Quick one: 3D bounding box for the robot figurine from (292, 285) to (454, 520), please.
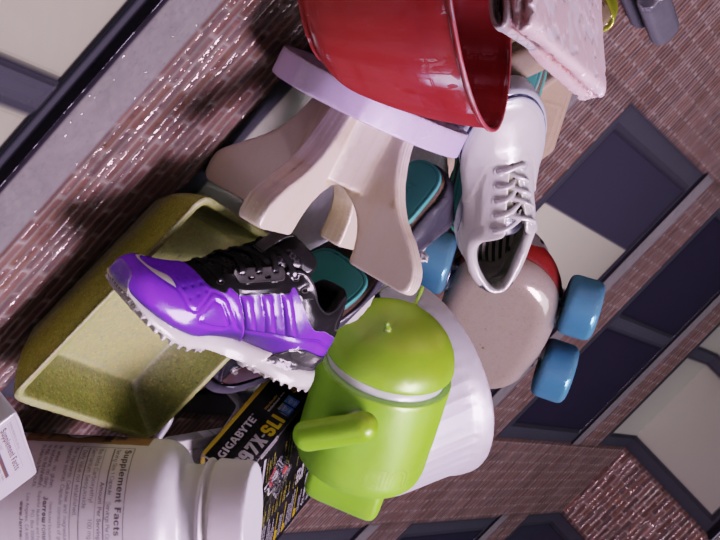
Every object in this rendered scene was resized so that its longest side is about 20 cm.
[{"bbox_3d":[0.013,0.111,1.455,0.175,0.115,0.201,-46,156,-58],"label":"robot figurine"}]

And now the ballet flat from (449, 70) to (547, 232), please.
[{"bbox_3d":[0.112,-0.123,1.425,0.070,0.067,0.201,-15,119,-81],"label":"ballet flat"}]

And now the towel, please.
[{"bbox_3d":[0.124,-0.231,1.141,0.032,0.201,0.191,-5,171,23],"label":"towel"}]

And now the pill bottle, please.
[{"bbox_3d":[-0.180,0.187,1.327,0.114,0.199,0.115,2,90,-83],"label":"pill bottle"}]

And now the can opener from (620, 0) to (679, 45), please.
[{"bbox_3d":[0.259,-0.256,1.515,0.066,0.053,0.200,-44,161,0],"label":"can opener"}]

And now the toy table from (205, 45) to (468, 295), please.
[{"bbox_3d":[-0.011,-0.075,1.203,0.200,0.183,0.118,17,103,-55],"label":"toy table"}]

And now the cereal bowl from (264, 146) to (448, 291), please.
[{"bbox_3d":[0.000,-0.036,1.419,0.200,0.083,0.200,-36,160,-16],"label":"cereal bowl"}]

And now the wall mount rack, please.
[{"bbox_3d":[-0.191,0.169,1.493,0.174,0.075,0.200,-54,158,17],"label":"wall mount rack"}]

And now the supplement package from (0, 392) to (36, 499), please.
[{"bbox_3d":[-0.322,0.130,1.083,0.200,0.114,0.110,-38,161,-19],"label":"supplement package"}]

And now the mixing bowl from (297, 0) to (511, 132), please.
[{"bbox_3d":[0.024,-0.182,1.061,0.108,0.201,0.200,-3,168,16],"label":"mixing bowl"}]

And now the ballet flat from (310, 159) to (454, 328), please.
[{"bbox_3d":[0.000,0.000,1.320,0.200,0.073,0.073,-44,161,-12],"label":"ballet flat"}]

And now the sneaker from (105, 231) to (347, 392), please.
[{"bbox_3d":[-0.085,0.009,1.194,0.200,0.070,0.100,25,104,-45],"label":"sneaker"}]

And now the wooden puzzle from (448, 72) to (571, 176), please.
[{"bbox_3d":[0.122,-0.117,1.569,0.185,0.037,0.200,-35,164,-23],"label":"wooden puzzle"}]

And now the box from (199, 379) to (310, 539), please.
[{"bbox_3d":[-0.089,0.185,1.547,0.160,0.049,0.201,-47,158,-39],"label":"box"}]

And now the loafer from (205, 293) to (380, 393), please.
[{"bbox_3d":[-0.054,0.046,1.497,0.199,0.072,0.063,-26,159,-34],"label":"loafer"}]

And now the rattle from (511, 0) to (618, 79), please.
[{"bbox_3d":[0.084,-0.202,1.304,0.199,0.143,0.131,-11,-137,41],"label":"rattle"}]

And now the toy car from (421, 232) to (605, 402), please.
[{"bbox_3d":[0.148,0.000,1.729,0.201,0.183,0.177,-71,178,-47],"label":"toy car"}]

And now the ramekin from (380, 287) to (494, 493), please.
[{"bbox_3d":[0.028,0.118,1.632,0.097,0.201,0.201,-22,153,-29],"label":"ramekin"}]

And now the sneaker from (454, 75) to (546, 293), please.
[{"bbox_3d":[0.113,-0.062,1.304,0.073,0.071,0.201,-14,143,-9],"label":"sneaker"}]

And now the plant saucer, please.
[{"bbox_3d":[-0.152,0.028,1.281,0.200,0.048,0.200,-46,154,6],"label":"plant saucer"}]
